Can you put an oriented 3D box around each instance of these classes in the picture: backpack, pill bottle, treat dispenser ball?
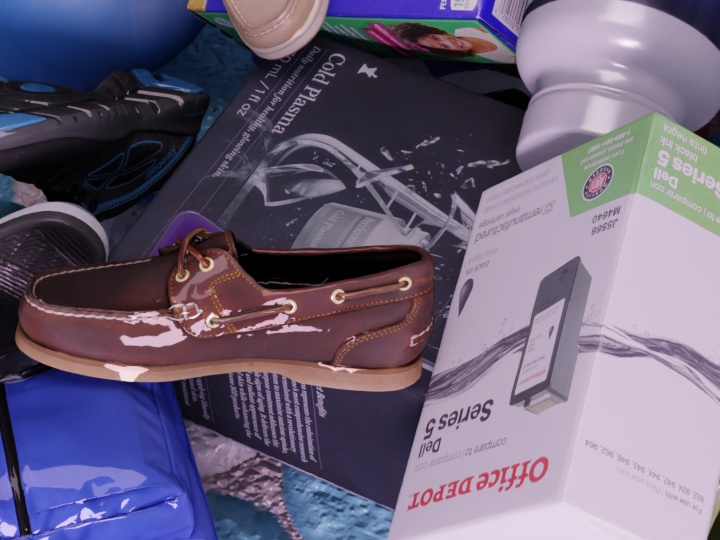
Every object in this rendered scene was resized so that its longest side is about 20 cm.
[{"bbox_3d":[-0.171,0.136,1.187,0.199,0.168,0.163,-15,39,-5],"label":"backpack"},{"bbox_3d":[0.143,-0.136,1.258,0.110,0.111,0.201,11,67,14],"label":"pill bottle"},{"bbox_3d":[-0.171,-0.206,1.447,0.199,0.201,0.202,-3,50,3],"label":"treat dispenser ball"}]

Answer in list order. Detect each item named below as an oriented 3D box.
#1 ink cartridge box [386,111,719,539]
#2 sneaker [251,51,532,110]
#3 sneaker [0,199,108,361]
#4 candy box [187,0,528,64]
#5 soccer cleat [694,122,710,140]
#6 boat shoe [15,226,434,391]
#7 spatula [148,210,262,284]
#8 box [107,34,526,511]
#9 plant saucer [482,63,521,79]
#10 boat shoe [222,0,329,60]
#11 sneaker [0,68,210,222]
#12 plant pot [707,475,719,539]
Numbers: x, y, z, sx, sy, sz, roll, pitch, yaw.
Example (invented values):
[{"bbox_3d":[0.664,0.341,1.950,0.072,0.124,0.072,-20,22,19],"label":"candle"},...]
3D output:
[{"bbox_3d":[0.104,0.047,1.146,0.084,0.145,0.201,28,63,-23],"label":"ink cartridge box"},{"bbox_3d":[0.027,-0.114,1.431,0.198,0.081,0.116,9,49,10],"label":"sneaker"},{"bbox_3d":[-0.188,0.000,1.312,0.084,0.200,0.121,39,39,-18],"label":"sneaker"},{"bbox_3d":[0.019,-0.207,1.375,0.199,0.077,0.170,5,73,36],"label":"candy box"},{"bbox_3d":[0.170,-0.145,1.446,0.066,0.077,0.201,-5,50,1],"label":"soccer cleat"},{"bbox_3d":[-0.063,0.011,1.162,0.199,0.071,0.071,1,32,-9],"label":"boat shoe"},{"bbox_3d":[-0.113,0.047,1.251,0.056,0.200,0.021,35,42,-5],"label":"spatula"},{"bbox_3d":[0.000,0.000,1.313,0.196,0.124,0.200,22,55,19],"label":"box"},{"bbox_3d":[0.127,-0.200,1.391,0.199,0.037,0.201,-11,58,17],"label":"plant saucer"},{"bbox_3d":[-0.069,-0.208,1.341,0.073,0.069,0.201,-28,58,22],"label":"boat shoe"},{"bbox_3d":[-0.154,-0.061,1.348,0.073,0.082,0.200,21,17,32],"label":"sneaker"},{"bbox_3d":[0.209,0.070,1.212,0.199,0.201,0.190,-19,38,-11],"label":"plant pot"}]
